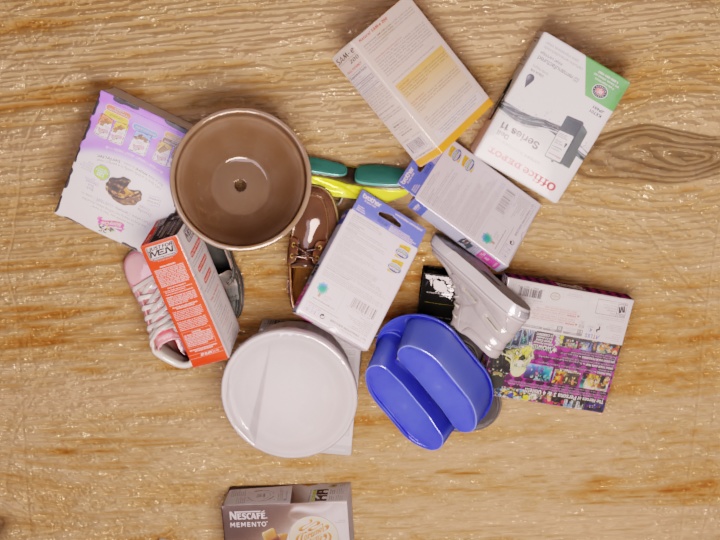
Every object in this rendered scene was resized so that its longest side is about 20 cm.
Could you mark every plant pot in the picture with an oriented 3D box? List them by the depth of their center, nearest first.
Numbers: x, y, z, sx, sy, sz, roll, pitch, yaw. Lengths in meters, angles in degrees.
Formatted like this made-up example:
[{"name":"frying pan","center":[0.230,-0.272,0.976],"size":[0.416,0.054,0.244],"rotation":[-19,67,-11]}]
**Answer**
[{"name":"plant pot","center":[-0.173,-0.126,1.558],"size":[0.199,0.093,0.203],"rotation":[0,89,-8]}]

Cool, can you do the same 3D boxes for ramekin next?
[{"name":"ramekin","center":[-0.101,0.168,1.610],"size":[0.200,0.094,0.204],"rotation":[1,107,3]}]

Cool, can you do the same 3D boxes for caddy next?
[{"name":"caddy","center":[0.101,0.157,1.563],"size":[0.141,0.105,0.200],"rotation":[-33,102,31]}]

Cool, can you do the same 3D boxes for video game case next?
[{"name":"video game case","center":[0.284,0.108,1.597],"size":[0.198,0.036,0.183],"rotation":[9,104,-9]}]

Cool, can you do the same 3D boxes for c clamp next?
[{"name":"c clamp","center":[0.121,0.159,1.630],"size":[0.169,0.027,0.201],"rotation":[-18,106,5]}]

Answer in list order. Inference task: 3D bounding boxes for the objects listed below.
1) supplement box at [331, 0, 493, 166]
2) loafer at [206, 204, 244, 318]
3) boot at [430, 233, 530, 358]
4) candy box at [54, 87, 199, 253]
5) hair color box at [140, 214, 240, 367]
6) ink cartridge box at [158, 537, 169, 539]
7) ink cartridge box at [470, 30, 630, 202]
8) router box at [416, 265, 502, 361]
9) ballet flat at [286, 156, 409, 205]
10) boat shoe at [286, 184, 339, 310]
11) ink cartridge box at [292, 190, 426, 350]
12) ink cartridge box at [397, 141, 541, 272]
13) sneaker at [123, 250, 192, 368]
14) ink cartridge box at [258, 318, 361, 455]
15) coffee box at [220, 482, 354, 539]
[{"name":"supplement box","center":[0.074,-0.267,1.530],"size":[0.126,0.073,0.200],"rotation":[-43,98,-25]},{"name":"loafer","center":[-0.222,-0.013,1.637],"size":[0.071,0.063,0.202],"rotation":[-8,102,5]},{"name":"boot","center":[0.148,0.036,1.552],"size":[0.200,0.073,0.096],"rotation":[46,110,37]},{"name":"candy box","center":[-0.336,-0.144,1.611],"size":[0.167,0.072,0.201],"rotation":[25,102,-2]},{"name":"hair color box","center":[-0.243,0.027,1.571],"size":[0.061,0.102,0.201],"rotation":[-15,111,10]},{"name":"ink cartridge box","center":[-0.276,0.553,1.778],"size":[0.159,0.050,0.202],"rotation":[14,101,1]},{"name":"ink cartridge box","center":[0.267,-0.218,1.550],"size":[0.146,0.083,0.201],"rotation":[29,103,-3]},{"name":"router box","center":[0.183,0.080,1.639],"size":[0.198,0.051,0.151],"rotation":[7,105,2]},{"name":"ballet flat","center":[-0.015,-0.124,1.607],"size":[0.198,0.067,0.067],"rotation":[9,124,4]},{"name":"boat shoe","center":[-0.073,-0.026,1.602],"size":[0.071,0.068,0.202],"rotation":[10,117,6]},{"name":"ink cartridge box","center":[0.000,0.000,1.567],"size":[0.119,0.042,0.201],"rotation":[30,81,-12]},{"name":"ink cartridge box","center":[0.154,-0.103,1.578],"size":[0.199,0.042,0.120],"rotation":[36,66,-7]},{"name":"sneaker","center":[-0.297,0.061,1.639],"size":[0.075,0.105,0.201],"rotation":[-30,98,11]},{"name":"ink cartridge box","center":[-0.082,0.181,1.687],"size":[0.158,0.047,0.202],"rotation":[5,109,2]},{"name":"coffee box","center":[-0.112,0.403,1.716],"size":[0.198,0.080,0.115],"rotation":[-2,102,4]}]
